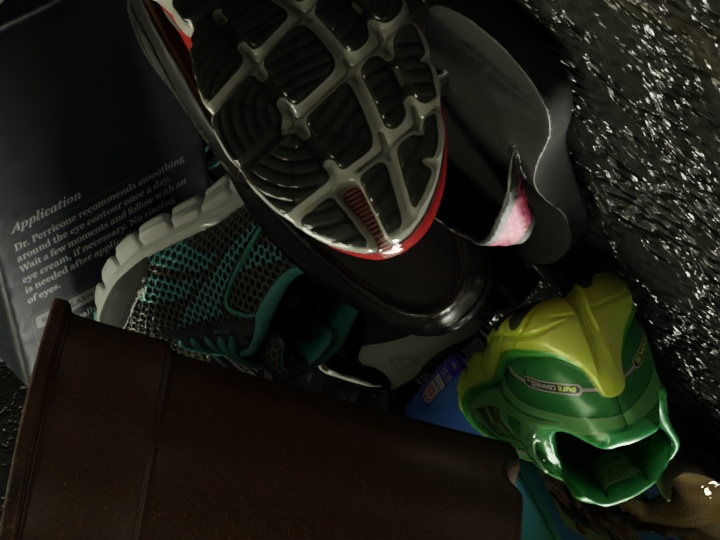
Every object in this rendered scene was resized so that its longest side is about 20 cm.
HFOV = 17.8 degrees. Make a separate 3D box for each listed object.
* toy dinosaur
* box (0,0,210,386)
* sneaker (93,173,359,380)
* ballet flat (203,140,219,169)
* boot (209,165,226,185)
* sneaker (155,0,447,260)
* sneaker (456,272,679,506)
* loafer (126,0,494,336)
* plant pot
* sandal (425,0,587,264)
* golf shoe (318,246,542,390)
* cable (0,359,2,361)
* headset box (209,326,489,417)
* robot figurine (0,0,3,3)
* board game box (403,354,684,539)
[{"bbox_3d":[0.152,0.099,1.041,0.101,0.058,0.200,18,167,36],"label":"toy dinosaur"},{"bbox_3d":[-0.172,-0.091,1.063,0.197,0.117,0.200,41,150,38],"label":"box"},{"bbox_3d":[-0.049,0.012,0.990,0.077,0.200,0.091,11,-126,-35],"label":"sneaker"},{"bbox_3d":[-0.101,-0.102,1.161,0.070,0.067,0.200,16,-166,-45],"label":"ballet flat"},{"bbox_3d":[-0.125,-0.014,1.300,0.198,0.163,0.073,39,-165,16],"label":"boot"},{"bbox_3d":[-0.019,-0.075,0.798,0.200,0.077,0.085,58,-174,37],"label":"sneaker"},{"bbox_3d":[0.087,0.062,0.965,0.200,0.074,0.084,81,167,-77],"label":"sneaker"},{"bbox_3d":[-0.028,-0.054,0.896,0.200,0.073,0.072,45,-179,16],"label":"loafer"},{"bbox_3d":[-0.045,0.128,0.929,0.198,0.201,0.200,11,173,-4],"label":"plant pot"},{"bbox_3d":[0.039,-0.041,0.808,0.075,0.045,0.200,40,172,14],"label":"sandal"},{"bbox_3d":[0.000,0.000,1.052,0.078,0.095,0.200,44,174,-18],"label":"golf shoe"},{"bbox_3d":[-0.180,-0.043,1.276,0.051,0.200,0.164,12,-123,-37],"label":"cable"},{"bbox_3d":[-0.034,0.071,1.172,0.149,0.200,0.077,44,145,-19],"label":"headset box"},{"bbox_3d":[-0.171,-0.162,0.843,0.200,0.113,0.170,116,152,-59],"label":"robot figurine"},{"bbox_3d":[0.111,0.137,1.109,0.152,0.045,0.200,34,-166,-26],"label":"board game box"}]
